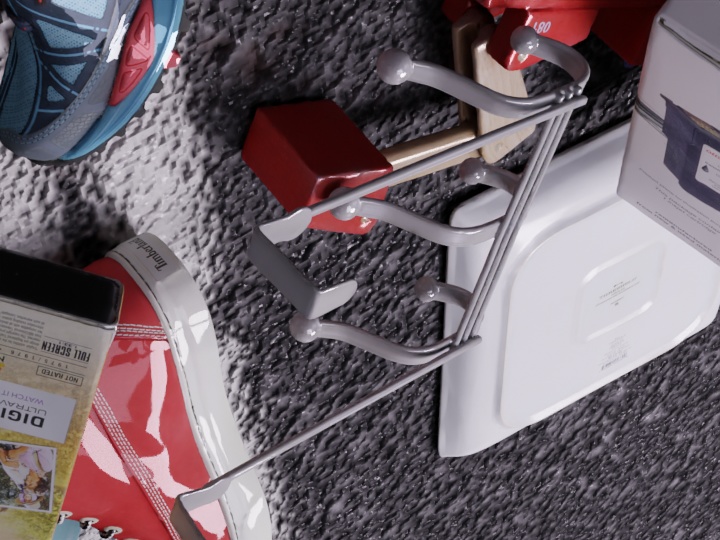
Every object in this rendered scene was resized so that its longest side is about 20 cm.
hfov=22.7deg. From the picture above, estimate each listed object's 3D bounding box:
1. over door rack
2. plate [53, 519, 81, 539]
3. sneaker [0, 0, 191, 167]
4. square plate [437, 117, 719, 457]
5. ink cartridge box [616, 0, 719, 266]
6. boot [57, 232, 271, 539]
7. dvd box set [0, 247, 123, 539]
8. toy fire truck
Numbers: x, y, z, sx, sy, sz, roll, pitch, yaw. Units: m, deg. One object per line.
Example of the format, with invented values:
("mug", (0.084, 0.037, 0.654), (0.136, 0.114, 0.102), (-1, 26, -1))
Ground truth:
("over door rack", (0.000, 0.000, 0.673), (0.200, 0.066, 0.148), (-39, 156, -46))
("plate", (-0.202, 0.140, 0.771), (0.199, 0.026, 0.201), (-26, 143, -21))
("sneaker", (-0.100, -0.127, 0.550), (0.095, 0.079, 0.201), (0, 121, -32))
("square plate", (0.130, 0.003, 0.942), (0.199, 0.028, 0.199), (-26, 142, -21))
("ink cartridge box", (0.188, -0.097, 0.762), (0.145, 0.084, 0.200), (-52, 167, -11))
("boot", (-0.118, 0.096, 0.750), (0.144, 0.072, 0.201), (-32, 133, -21))
("dvd box set", (-0.177, 0.070, 0.644), (0.145, 0.029, 0.201), (15, 123, -8))
("toy fire truck", (0.058, -0.090, 0.752), (0.199, 0.049, 0.142), (-8, 134, -41))
